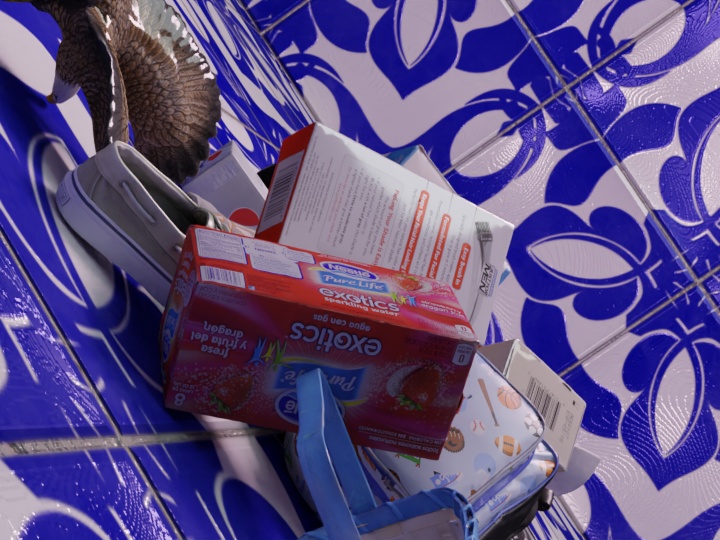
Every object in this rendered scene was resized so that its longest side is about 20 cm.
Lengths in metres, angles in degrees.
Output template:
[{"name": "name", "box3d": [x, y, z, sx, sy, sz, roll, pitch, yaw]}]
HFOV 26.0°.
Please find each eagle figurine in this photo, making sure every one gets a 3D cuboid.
[{"name": "eagle figurine", "box3d": [-0.190, -0.148, 1.173, 0.201, 0.151, 0.151, 51, -14, -2]}]

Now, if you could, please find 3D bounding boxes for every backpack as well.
[{"name": "backpack", "box3d": [0.037, 0.138, 1.200, 0.190, 0.199, 0.155, 40, -42, 24]}]

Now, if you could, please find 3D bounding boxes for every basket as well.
[{"name": "basket", "box3d": [0.004, 0.170, 0.949, 0.176, 0.138, 0.202, -94, 160, -76]}]

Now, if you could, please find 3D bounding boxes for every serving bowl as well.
[{"name": "serving bowl", "box3d": [0.134, 0.175, 1.542, 0.198, 0.066, 0.200, 23, -3, 1]}]

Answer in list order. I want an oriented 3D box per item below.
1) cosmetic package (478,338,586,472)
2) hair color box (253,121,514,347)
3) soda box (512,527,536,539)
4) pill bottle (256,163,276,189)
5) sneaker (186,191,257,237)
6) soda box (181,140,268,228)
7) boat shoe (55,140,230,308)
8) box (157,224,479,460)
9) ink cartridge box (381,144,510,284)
[{"name": "cosmetic package", "box3d": [0.085, 0.131, 1.362, 0.103, 0.199, 0.074, 41, 53, -26]}, {"name": "hair color box", "box3d": [0.018, -0.022, 1.249, 0.198, 0.112, 0.064, 26, -22, -23]}, {"name": "soda box", "box3d": [0.117, 0.246, 1.440, 0.071, 0.063, 0.200, 60, 6, 12]}, {"name": "pill bottle", "box3d": [-0.056, -0.038, 1.709, 0.112, 0.111, 0.200, 58, 7, 21]}, {"name": "sneaker", "box3d": [-0.128, -0.030, 1.289, 0.092, 0.075, 0.200, 52, 5, -1]}, {"name": "soda box", "box3d": [-0.096, -0.027, 1.558, 0.201, 0.063, 0.068, 55, 6, -15]}, {"name": "boat shoe", "box3d": [-0.122, -0.013, 1.099, 0.199, 0.062, 0.072, 37, 29, -31]}, {"name": "box", "box3d": [-0.031, 0.049, 1.059, 0.198, 0.096, 0.100, 12, 21, -15]}, {"name": "ink cartridge box", "box3d": [0.000, 0.000, 1.391, 0.145, 0.147, 0.199, 51, -23, -16]}]
